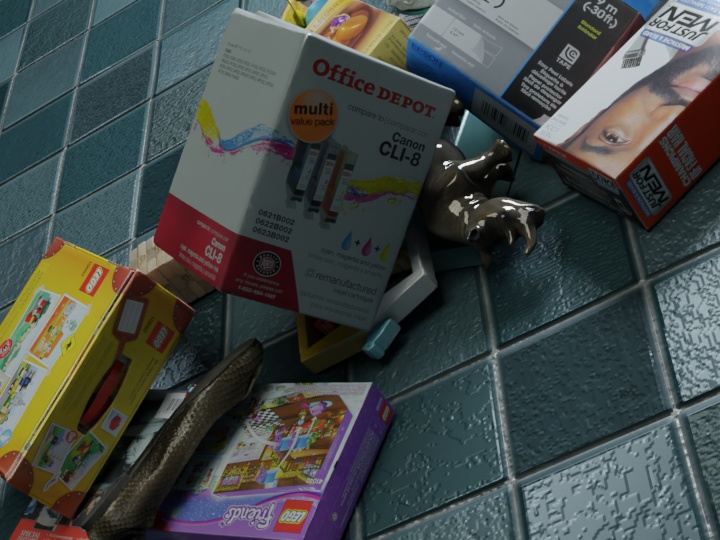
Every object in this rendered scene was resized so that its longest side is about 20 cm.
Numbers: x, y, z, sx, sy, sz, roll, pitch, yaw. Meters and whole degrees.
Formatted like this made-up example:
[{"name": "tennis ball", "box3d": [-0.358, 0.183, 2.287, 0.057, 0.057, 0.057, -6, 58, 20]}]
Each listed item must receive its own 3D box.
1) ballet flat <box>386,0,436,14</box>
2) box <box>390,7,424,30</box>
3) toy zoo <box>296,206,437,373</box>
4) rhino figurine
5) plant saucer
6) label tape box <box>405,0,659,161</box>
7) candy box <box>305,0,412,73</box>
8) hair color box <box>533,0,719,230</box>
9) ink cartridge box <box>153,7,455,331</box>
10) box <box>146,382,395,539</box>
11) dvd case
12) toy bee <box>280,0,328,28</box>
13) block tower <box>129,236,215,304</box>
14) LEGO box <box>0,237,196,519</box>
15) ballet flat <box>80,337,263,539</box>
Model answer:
[{"name": "ballet flat", "box3d": [0.070, -0.296, 1.323, 0.071, 0.072, 0.201, -17, 25, 28]}, {"name": "box", "box3d": [0.121, -0.255, 1.383, 0.198, 0.050, 0.159, -10, 45, 35]}, {"name": "toy zoo", "box3d": [0.000, 0.000, 1.227, 0.131, 0.020, 0.201, -35, 34, 21]}, {"name": "rhino figurine", "box3d": [0.081, -0.066, 1.177, 0.087, 0.060, 0.200, -34, 46, -6]}, {"name": "plant saucer", "box3d": [0.096, -0.083, 1.247, 0.069, 0.019, 0.202, -10, 46, 36]}, {"name": "label tape box", "box3d": [0.151, -0.214, 1.232, 0.143, 0.066, 0.201, 35, 77, 12]}, {"name": "candy box", "box3d": [-0.042, -0.140, 1.293, 0.200, 0.056, 0.116, -49, 37, -4]}, {"name": "hair color box", "box3d": [0.242, -0.136, 1.131, 0.200, 0.064, 0.111, -46, 36, -6]}, {"name": "ink cartridge box", "box3d": [-0.046, -0.081, 1.156, 0.144, 0.144, 0.202, 29, 102, 58]}, {"name": "box", "box3d": [-0.081, 0.152, 1.135, 0.198, 0.039, 0.138, -4, 48, 40]}, {"name": "dvd case", "box3d": [-0.217, 0.185, 1.241, 0.145, 0.022, 0.202, -4, 50, 40]}, {"name": "toy bee", "box3d": [-0.046, -0.260, 1.487, 0.108, 0.131, 0.200, 35, 67, 12]}, {"name": "block tower", "box3d": [-0.124, -0.031, 1.360, 0.199, 0.058, 0.054, -32, 35, 13]}, {"name": "LEGO box", "box3d": [-0.254, 0.086, 1.270, 0.148, 0.077, 0.201, 19, 75, 50]}, {"name": "ballet flat", "box3d": [-0.135, 0.134, 1.138, 0.200, 0.046, 0.067, -50, 5, -23]}]
